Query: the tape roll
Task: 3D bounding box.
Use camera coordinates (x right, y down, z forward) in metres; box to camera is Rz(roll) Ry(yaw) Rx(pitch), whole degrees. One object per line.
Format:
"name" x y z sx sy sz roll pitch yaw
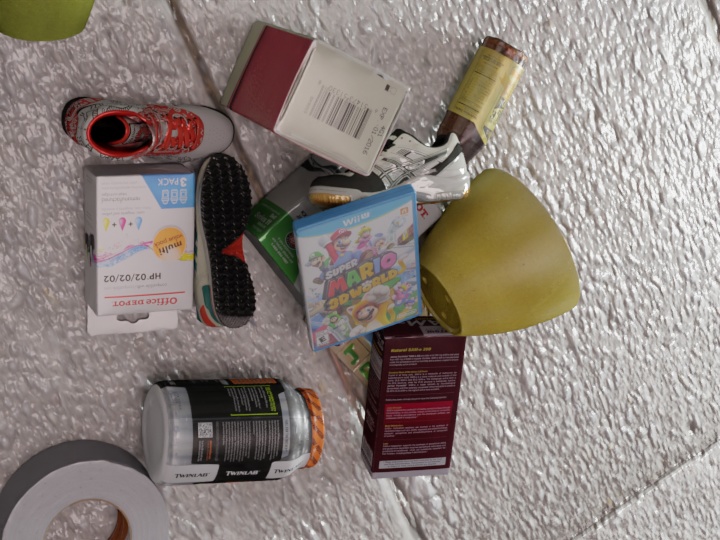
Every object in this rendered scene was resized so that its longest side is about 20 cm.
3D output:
"tape roll" -0.327 0.305 1.608 0.199 0.066 0.202 -7 108 -22

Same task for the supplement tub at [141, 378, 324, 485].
"supplement tub" -0.151 0.190 1.621 0.198 0.122 0.124 1 104 -23

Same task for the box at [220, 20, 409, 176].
"box" -0.055 -0.193 1.510 0.127 0.200 0.110 23 95 -26

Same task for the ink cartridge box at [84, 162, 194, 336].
"ink cartridge box" -0.250 -0.016 1.549 0.114 0.068 0.202 -4 106 -22

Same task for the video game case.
"video game case" 0.000 0.000 1.561 0.142 0.018 0.201 -18 136 -12

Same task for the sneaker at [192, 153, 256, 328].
"sneaker" -0.173 -0.031 1.573 0.070 0.093 0.202 -3 86 -37

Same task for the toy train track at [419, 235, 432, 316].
"toy train track" 0.082 0.056 1.729 0.114 0.033 0.202 -15 111 -20

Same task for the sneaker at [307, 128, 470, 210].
"sneaker" 0.028 -0.115 1.560 0.198 0.076 0.089 -7 90 -25

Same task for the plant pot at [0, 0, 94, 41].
"plant pot" -0.326 -0.343 1.378 0.186 0.187 0.202 -9 123 -21

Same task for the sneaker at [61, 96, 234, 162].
"sneaker" -0.221 -0.148 1.502 0.200 0.108 0.068 5 103 -25

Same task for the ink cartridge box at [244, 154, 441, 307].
"ink cartridge box" -0.023 -0.062 1.628 0.200 0.083 0.147 -43 117 -8

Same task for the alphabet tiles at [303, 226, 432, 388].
"alphabet tiles" 0.048 0.046 1.733 0.200 0.008 0.167 -46 117 -6

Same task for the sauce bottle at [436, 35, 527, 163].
"sauce bottle" 0.135 -0.185 1.676 0.066 0.066 0.201 24 96 -27

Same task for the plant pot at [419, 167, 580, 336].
"plant pot" 0.147 -0.001 1.649 0.141 0.200 0.201 -32 115 -17

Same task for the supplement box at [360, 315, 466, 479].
"supplement box" 0.065 0.159 1.721 0.108 0.061 0.202 -1 114 -15
